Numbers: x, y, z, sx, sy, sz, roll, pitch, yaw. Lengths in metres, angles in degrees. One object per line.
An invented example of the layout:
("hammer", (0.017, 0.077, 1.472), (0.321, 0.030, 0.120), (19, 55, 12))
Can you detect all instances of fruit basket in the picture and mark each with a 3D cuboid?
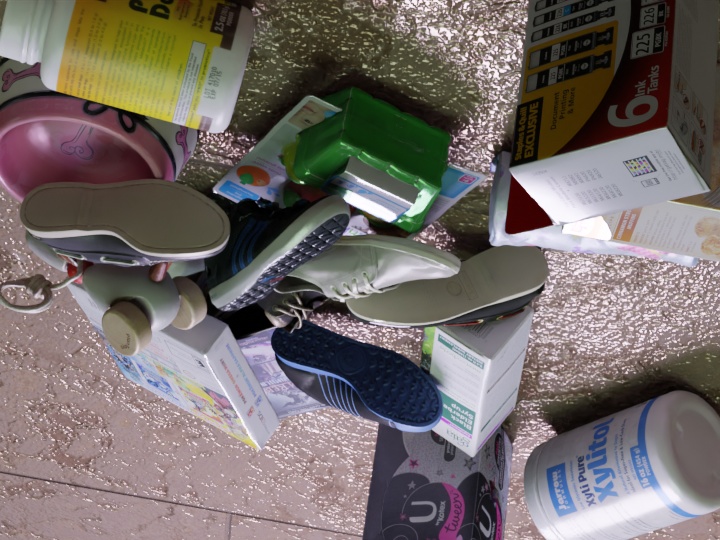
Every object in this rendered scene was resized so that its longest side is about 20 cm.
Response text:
("fruit basket", (-0.014, -0.072, 1.699), (0.184, 0.094, 0.200), (25, 141, -21))

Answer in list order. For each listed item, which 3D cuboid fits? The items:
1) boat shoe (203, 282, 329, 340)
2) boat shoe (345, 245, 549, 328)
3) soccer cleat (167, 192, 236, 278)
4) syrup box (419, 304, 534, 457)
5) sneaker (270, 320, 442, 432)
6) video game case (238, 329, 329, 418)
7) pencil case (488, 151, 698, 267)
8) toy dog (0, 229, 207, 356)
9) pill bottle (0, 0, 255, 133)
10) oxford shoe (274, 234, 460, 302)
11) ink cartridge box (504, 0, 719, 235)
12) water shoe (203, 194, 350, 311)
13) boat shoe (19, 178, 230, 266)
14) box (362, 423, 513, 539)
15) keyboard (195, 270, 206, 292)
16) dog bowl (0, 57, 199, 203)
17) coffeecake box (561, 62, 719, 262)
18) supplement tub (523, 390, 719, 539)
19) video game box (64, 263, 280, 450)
("boat shoe", (-0.071, 0.027, 1.875), (0.199, 0.074, 0.074), (-21, 139, 31))
("boat shoe", (0.079, 0.023, 1.792), (0.200, 0.074, 0.063), (-10, 154, -17))
("soccer cleat", (-0.147, -0.032, 1.838), (0.199, 0.069, 0.073), (-15, 167, 22))
("syrup box", (0.112, 0.097, 1.909), (0.078, 0.081, 0.201), (33, 150, 18))
("sneaker", (0.001, 0.114, 1.931), (0.199, 0.070, 0.078), (27, 161, 21))
("video game case", (-0.103, 0.098, 2.036), (0.142, 0.019, 0.200), (-15, 140, 28))
("pencil case", (0.210, -0.052, 1.683), (0.198, 0.084, 0.091), (6, 150, 6))
("toy dog", (-0.237, -0.007, 1.775), (0.199, 0.132, 0.097), (21, 128, 8))
("pill bottle", (-0.193, -0.189, 1.565), (0.198, 0.110, 0.109), (15, 146, -7))
("oxford shoe", (0.000, 0.000, 1.718), (0.198, 0.058, 0.075), (2, 161, 29))
("ink cartridge box", (0.177, -0.142, 1.452), (0.174, 0.201, 0.084), (-14, 139, 30))
("water shoe", (-0.087, -0.032, 1.671), (0.071, 0.079, 0.200), (-16, 166, -42))
("boat shoe", (-0.205, -0.038, 1.701), (0.198, 0.073, 0.063), (6, 153, 15))
("box", (0.086, 0.253, 2.056), (0.131, 0.201, 0.115), (-5, 145, 21))
("keyboard", (-0.154, 0.035, 1.976), (0.056, 0.011, 0.200), (15, 147, -16))
("dog bowl", (-0.251, -0.115, 1.722), (0.198, 0.074, 0.201), (7, 146, 5))
("coffeecake box", (0.272, -0.093, 1.543), (0.198, 0.155, 0.073), (10, 146, 0))
("supplement tub", (0.286, 0.216, 2.013), (0.132, 0.133, 0.199), (32, 139, -30))
("video game box", (-0.189, 0.084, 1.927), (0.199, 0.047, 0.183), (25, 153, 31))
